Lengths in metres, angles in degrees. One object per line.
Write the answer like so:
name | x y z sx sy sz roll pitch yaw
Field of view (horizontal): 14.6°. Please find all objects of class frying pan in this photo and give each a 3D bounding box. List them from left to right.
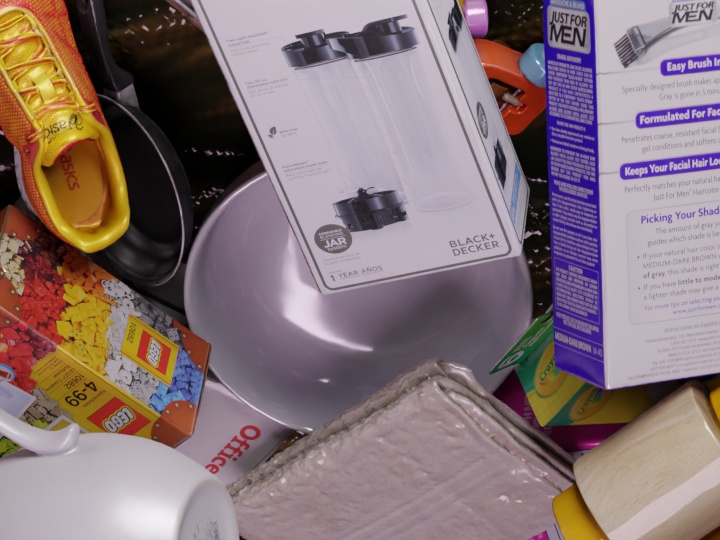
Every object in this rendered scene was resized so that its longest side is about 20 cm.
frying pan | -0.143 -0.082 1.574 0.115 0.031 0.191 -5 107 54

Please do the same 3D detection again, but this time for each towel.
towel | 0.023 0.129 1.632 0.200 0.035 0.132 -32 120 34

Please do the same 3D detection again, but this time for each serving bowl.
serving bowl | 0.000 0.000 1.609 0.199 0.066 0.201 2 126 3

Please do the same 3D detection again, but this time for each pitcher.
pitcher | -0.177 0.127 1.524 0.199 0.121 0.172 1 120 23

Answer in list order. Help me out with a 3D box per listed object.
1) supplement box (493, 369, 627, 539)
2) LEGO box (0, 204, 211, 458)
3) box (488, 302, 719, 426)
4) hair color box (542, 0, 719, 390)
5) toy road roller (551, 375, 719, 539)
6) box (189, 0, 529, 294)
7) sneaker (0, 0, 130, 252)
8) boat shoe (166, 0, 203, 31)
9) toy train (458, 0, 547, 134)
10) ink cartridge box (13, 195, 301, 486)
supplement box | 0.077 0.108 1.697 0.199 0.101 0.104 -7 133 15
LEGO box | -0.207 0.074 1.602 0.149 0.077 0.200 36 129 -23
box | 0.175 0.035 1.554 0.199 0.049 0.117 1 142 -36
hair color box | 0.155 -0.048 1.422 0.109 0.065 0.201 -7 103 -22
toy road roller | 0.187 0.111 1.514 0.123 0.146 0.200 -36 134 16
box | 0.002 -0.092 1.420 0.116 0.060 0.201 -12 124 19
sneaker | -0.170 -0.103 1.505 0.073 0.077 0.201 -33 116 -15
boat shoe | -0.035 -0.116 1.491 0.072 0.072 0.200 -36 110 22
toy train | 0.080 -0.153 1.460 0.150 0.056 0.200 14 134 -29
ink cartridge box | -0.151 0.059 1.693 0.199 0.085 0.146 28 133 -19
